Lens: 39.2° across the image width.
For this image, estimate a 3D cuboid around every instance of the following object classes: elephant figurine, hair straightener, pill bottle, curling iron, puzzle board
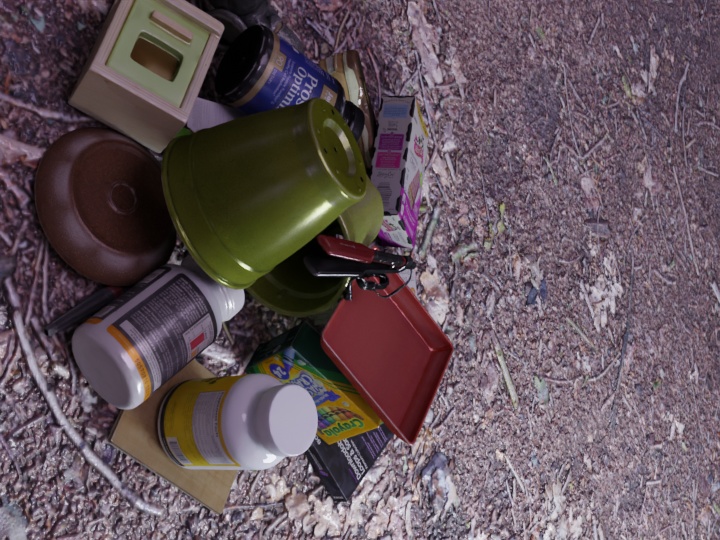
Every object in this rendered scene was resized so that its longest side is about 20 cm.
[{"bbox_3d":[-0.158,-0.356,1.393,0.139,0.156,0.202,-21,141,-18],"label":"elephant figurine"},{"bbox_3d":[0.000,0.000,1.300,0.198,0.077,0.041,4,39,-50],"label":"hair straightener"},{"bbox_3d":[-0.239,0.065,1.217,0.200,0.115,0.118,-40,113,-37],"label":"pill bottle"},{"bbox_3d":[-0.311,0.020,1.224,0.200,0.025,0.050,-46,111,-42],"label":"curling iron"},{"bbox_3d":[-0.148,0.184,1.224,0.111,0.198,0.115,11,75,-46],"label":"pill bottle"},{"bbox_3d":[-0.222,0.199,1.299,0.200,0.017,0.153,44,52,-35],"label":"puzzle board"},{"bbox_3d":[-0.091,-0.234,1.372,0.198,0.111,0.114,30,62,-35],"label":"pill bottle"}]

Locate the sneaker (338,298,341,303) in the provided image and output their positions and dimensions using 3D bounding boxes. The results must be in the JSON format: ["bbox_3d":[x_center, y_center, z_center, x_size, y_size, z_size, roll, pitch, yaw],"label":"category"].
[{"bbox_3d":[0.011,0.095,1.487,0.090,0.077,0.204,6,94,-66],"label":"sneaker"}]

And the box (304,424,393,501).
[{"bbox_3d":[-0.012,0.223,1.513,0.200,0.036,0.144,-49,118,-38],"label":"box"}]

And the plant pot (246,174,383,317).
[{"bbox_3d":[-0.061,-0.064,1.414,0.184,0.197,0.204,-39,112,-56],"label":"plant pot"}]

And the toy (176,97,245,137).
[{"bbox_3d":[-0.186,-0.161,1.367,0.199,0.046,0.118,3,93,-64],"label":"toy"}]

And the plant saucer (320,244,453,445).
[{"bbox_3d":[0.032,0.101,1.362,0.201,0.036,0.201,52,40,-19],"label":"plant saucer"}]

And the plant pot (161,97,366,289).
[{"bbox_3d":[-0.101,-0.107,1.207,0.201,0.190,0.203,48,29,-39],"label":"plant pot"}]

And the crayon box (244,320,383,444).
[{"bbox_3d":[-0.047,0.167,1.382,0.200,0.125,0.052,43,51,-16],"label":"crayon box"}]

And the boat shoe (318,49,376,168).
[{"bbox_3d":[-0.021,-0.245,1.563,0.072,0.075,0.203,-86,165,-54],"label":"boat shoe"}]

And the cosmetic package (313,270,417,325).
[{"bbox_3d":[0.009,0.033,1.557,0.198,0.050,0.084,-6,89,-48],"label":"cosmetic package"}]

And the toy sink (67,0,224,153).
[{"bbox_3d":[-0.254,-0.275,1.247,0.129,0.112,0.203,28,62,-21],"label":"toy sink"}]

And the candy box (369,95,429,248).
[{"bbox_3d":[0.060,-0.155,1.599,0.137,0.060,0.204,56,40,-66],"label":"candy box"}]

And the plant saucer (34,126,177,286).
[{"bbox_3d":[-0.296,-0.084,1.228,0.198,0.036,0.204,19,62,-40],"label":"plant saucer"}]
